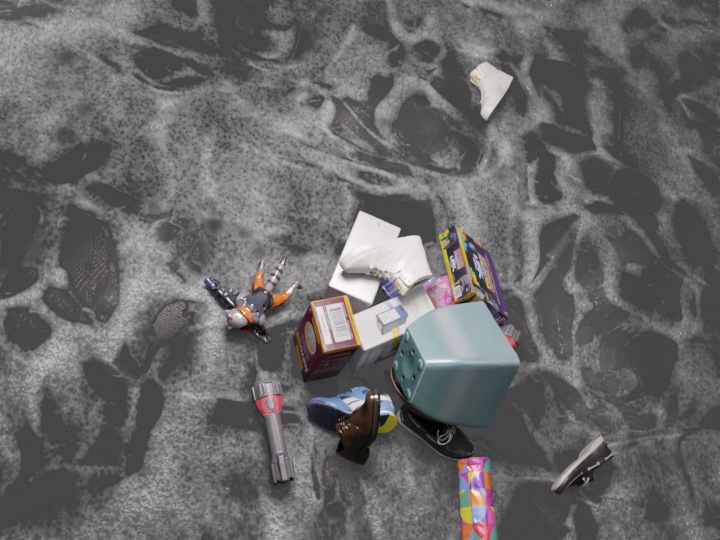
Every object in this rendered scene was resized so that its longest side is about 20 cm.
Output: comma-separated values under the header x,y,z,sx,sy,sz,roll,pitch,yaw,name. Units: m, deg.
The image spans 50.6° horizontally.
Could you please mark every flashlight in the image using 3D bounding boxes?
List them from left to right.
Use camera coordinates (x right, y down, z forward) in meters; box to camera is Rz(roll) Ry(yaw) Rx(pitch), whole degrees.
x,y,z,sx,sy,sz,roll,pitch,yaw,name
-0.178,0.335,1.572,0.067,0.067,0.205,10,61,-53,flashlight
0.318,0.225,1.793,0.066,0.068,0.203,23,63,8,flashlight

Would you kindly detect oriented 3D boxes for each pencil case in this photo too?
x,y,z,sx,sy,sz,roll,pitch,yaw,name
0.221,0.109,1.795,0.086,0.087,0.204,-25,83,-28,pencil case
0.250,0.506,1.630,0.086,0.089,0.205,7,65,-15,pencil case

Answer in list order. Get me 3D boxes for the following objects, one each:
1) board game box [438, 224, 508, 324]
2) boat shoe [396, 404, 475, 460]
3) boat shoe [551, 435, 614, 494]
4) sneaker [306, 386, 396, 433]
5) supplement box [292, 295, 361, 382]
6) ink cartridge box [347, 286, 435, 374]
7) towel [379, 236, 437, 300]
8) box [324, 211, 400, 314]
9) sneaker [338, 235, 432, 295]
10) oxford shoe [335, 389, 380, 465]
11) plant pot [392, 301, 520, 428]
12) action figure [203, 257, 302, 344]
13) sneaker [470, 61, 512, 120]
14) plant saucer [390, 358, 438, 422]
x,y,z,sx,sy,sz,roll,pitch,yaw,name
0.271,0.014,1.819,0.164,0.056,0.204,31,38,-40,board game box
0.175,0.353,1.686,0.198,0.062,0.076,35,57,-1,boat shoe
0.514,0.460,1.752,0.198,0.074,0.061,-30,72,-37,boat shoe
-0.019,0.296,1.640,0.194,0.075,0.083,8,40,-7,sneaker
-0.075,0.149,1.615,0.083,0.201,0.113,-9,67,-21,supplement box
0.060,0.134,1.693,0.196,0.146,0.089,-19,67,-22,ink cartridge box
0.117,0.029,1.845,0.143,0.024,0.202,-33,79,-28,towel
0.000,0.000,1.730,0.104,0.153,0.204,23,63,1,box
0.060,0.000,1.617,0.195,0.074,0.118,-13,67,-19,sneaker
-0.007,0.321,1.563,0.082,0.204,0.073,14,33,-7,oxford shoe
0.183,0.200,1.609,0.195,0.200,0.197,2,36,-24,plant pot
-0.242,0.048,1.666,0.198,0.105,0.195,37,49,-1,action figure
0.351,-0.512,2.158,0.114,0.074,0.202,32,49,-1,sneaker
0.152,0.267,1.695,0.195,0.035,0.202,18,32,-11,plant saucer
